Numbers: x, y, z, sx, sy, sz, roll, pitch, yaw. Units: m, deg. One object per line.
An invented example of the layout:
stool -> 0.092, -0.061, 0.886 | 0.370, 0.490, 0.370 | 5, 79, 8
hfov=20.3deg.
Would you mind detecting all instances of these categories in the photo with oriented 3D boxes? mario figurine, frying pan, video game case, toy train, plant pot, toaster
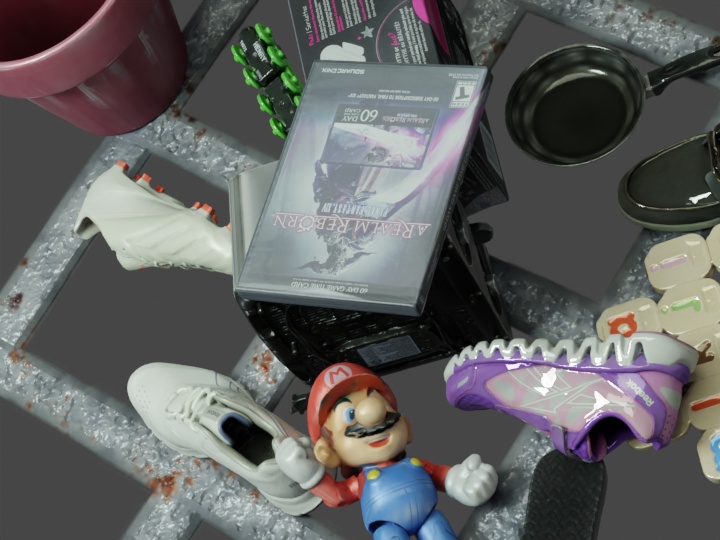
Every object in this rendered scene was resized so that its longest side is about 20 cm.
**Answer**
mario figurine -> 0.020, 0.149, 1.471 | 0.106, 0.123, 0.200 | -44, 59, 28
frying pan -> 0.203, -0.152, 1.604 | 0.190, 0.031, 0.115 | -36, 56, -2
video game case -> 0.004, -0.063, 1.440 | 0.143, 0.019, 0.200 | 5, 61, 25
toy train -> -0.052, -0.130, 1.687 | 0.042, 0.056, 0.200 | -40, 55, 18
plant pot -> -0.243, -0.214, 1.740 | 0.199, 0.179, 0.200 | -10, 60, 18
toaster -> 0.000, 0.000, 1.526 | 0.200, 0.181, 0.119 | -17, 56, 13

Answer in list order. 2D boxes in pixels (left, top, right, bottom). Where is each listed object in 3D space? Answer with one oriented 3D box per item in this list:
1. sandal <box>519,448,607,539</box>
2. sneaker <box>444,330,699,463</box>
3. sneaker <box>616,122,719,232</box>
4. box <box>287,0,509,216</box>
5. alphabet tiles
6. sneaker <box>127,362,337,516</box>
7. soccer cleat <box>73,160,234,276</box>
sandal -> 0.140, 0.212, 1.426 | 0.075, 0.045, 0.200 | 2, 44, 21
sneaker -> 0.148, 0.097, 1.463 | 0.200, 0.080, 0.089 | -5, 74, 32
sneaker -> 0.279, -0.095, 1.495 | 0.199, 0.106, 0.075 | -15, 59, 16
box -> 0.028, -0.142, 1.614 | 0.114, 0.132, 0.200 | -21, 56, 15
alphabet tiles -> 0.277, 0.055, 1.473 | 0.195, 0.015, 0.200 | -19, 58, 13
sneaker -> -0.108, 0.116, 1.564 | 0.200, 0.087, 0.075 | 24, 76, 32
soccer cleat -> -0.160, -0.025, 1.677 | 0.200, 0.069, 0.078 | 27, 82, 39
